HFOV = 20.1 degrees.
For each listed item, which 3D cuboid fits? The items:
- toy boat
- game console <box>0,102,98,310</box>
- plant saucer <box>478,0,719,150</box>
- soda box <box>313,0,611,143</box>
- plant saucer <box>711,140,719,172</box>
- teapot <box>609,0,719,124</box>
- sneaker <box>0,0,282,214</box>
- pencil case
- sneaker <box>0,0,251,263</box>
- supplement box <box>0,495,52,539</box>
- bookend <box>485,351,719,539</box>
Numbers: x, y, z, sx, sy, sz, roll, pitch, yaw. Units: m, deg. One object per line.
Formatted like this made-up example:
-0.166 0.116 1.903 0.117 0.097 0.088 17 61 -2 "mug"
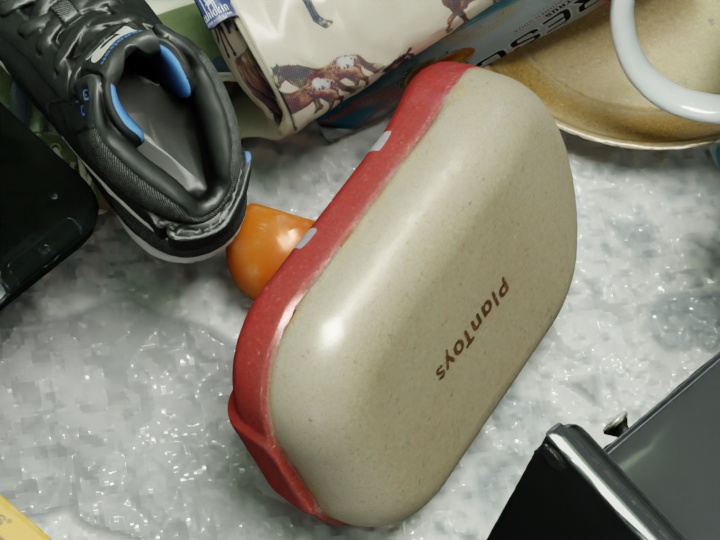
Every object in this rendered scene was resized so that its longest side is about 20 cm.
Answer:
0.000 0.000 0.845 0.131 0.131 0.200 19 61 35 "toy boat"
-0.236 -0.014 0.824 0.200 0.116 0.176 41 60 11 "game console"
0.136 -0.147 0.941 0.200 0.035 0.200 -1 77 5 "plant saucer"
0.056 -0.135 0.894 0.200 0.064 0.068 -26 76 1 "soda box"
0.219 0.013 0.808 0.027 0.200 0.200 -44 76 2 "plant saucer"
0.221 -0.142 0.810 0.146 0.197 0.200 42 78 -14 "teapot"
-0.120 -0.058 0.870 0.200 0.067 0.090 -27 66 -21 "sneaker"
0.026 -0.143 0.826 0.200 0.078 0.089 -32 101 0 "pencil case"
-0.106 -0.097 0.793 0.073 0.112 0.200 -38 90 -12 "sneaker"
-0.166 0.124 0.709 0.110 0.200 0.086 38 68 11 "supplement box"
0.150 0.071 0.772 0.199 0.200 0.092 -37 75 -20 "bookend"
